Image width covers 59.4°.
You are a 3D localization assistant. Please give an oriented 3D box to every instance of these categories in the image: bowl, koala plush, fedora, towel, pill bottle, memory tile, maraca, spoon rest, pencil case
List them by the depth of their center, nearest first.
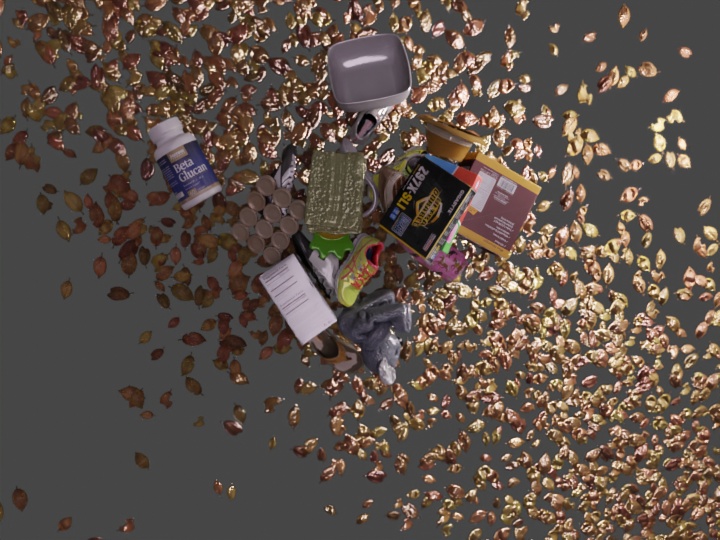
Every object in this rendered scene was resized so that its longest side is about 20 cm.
[{"bbox_3d":[-0.061,-0.189,1.527,0.144,0.036,0.205,4,87,2],"label":"towel"},{"bbox_3d":[-0.429,-0.260,1.528,0.109,0.111,0.203,-28,101,-3],"label":"pill bottle"},{"bbox_3d":[0.023,-0.474,1.548,0.195,0.075,0.204,-10,65,2],"label":"bowl"},{"bbox_3d":[0.216,-0.324,1.578,0.196,0.201,0.083,18,108,-11],"label":"fedora"},{"bbox_3d":[-0.229,-0.125,1.580,0.152,0.017,0.201,34,118,-3],"label":"memory tile"},{"bbox_3d":[-0.073,-0.129,1.594,0.133,0.107,0.205,1,82,-4],"label":"maraca"},{"bbox_3d":[-0.001,-0.240,1.598,0.059,0.099,0.204,-18,95,19],"label":"spoon rest"},{"bbox_3d":[0.041,0.182,1.635,0.180,0.177,0.204,-18,111,-12],"label":"koala plush"},{"bbox_3d":[0.188,-0.056,1.666,0.199,0.086,0.084,38,61,-12],"label":"pencil case"}]

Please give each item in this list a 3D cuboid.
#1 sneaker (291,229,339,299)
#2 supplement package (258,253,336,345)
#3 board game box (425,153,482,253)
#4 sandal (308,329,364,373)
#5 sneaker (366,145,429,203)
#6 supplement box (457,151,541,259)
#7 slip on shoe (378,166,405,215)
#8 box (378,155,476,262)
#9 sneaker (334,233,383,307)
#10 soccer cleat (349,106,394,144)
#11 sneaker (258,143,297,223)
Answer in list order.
[{"bbox_3d":[-0.103,-0.033,1.636,0.088,0.074,0.202,-37,106,-14],"label":"sneaker"},{"bbox_3d":[-0.157,0.071,1.603,0.108,0.114,0.202,-33,90,-2],"label":"supplement package"},{"bbox_3d":[0.189,-0.166,1.559,0.151,0.040,0.204,27,94,27],"label":"board game box"},{"bbox_3d":[-0.076,0.209,1.677,0.199,0.054,0.081,40,90,-11],"label":"sandal"},{"bbox_3d":[0.095,-0.251,1.625,0.200,0.076,0.076,-43,104,2],"label":"sneaker"},{"bbox_3d":[0.323,-0.169,1.641,0.194,0.133,0.203,26,94,-11],"label":"supplement box"},{"bbox_3d":[0.077,-0.181,1.598,0.060,0.201,0.076,36,69,25],"label":"slip on shoe"},{"bbox_3d":[0.160,-0.149,1.522,0.159,0.049,0.202,38,99,28],"label":"box"},{"bbox_3d":[0.000,0.000,1.612,0.078,0.089,0.204,30,77,-43],"label":"sneaker"},{"bbox_3d":[0.041,-0.405,1.590,0.068,0.085,0.202,36,92,-11],"label":"soccer cleat"},{"bbox_3d":[-0.212,-0.221,1.589,0.088,0.066,0.205,11,99,-12],"label":"sneaker"}]
